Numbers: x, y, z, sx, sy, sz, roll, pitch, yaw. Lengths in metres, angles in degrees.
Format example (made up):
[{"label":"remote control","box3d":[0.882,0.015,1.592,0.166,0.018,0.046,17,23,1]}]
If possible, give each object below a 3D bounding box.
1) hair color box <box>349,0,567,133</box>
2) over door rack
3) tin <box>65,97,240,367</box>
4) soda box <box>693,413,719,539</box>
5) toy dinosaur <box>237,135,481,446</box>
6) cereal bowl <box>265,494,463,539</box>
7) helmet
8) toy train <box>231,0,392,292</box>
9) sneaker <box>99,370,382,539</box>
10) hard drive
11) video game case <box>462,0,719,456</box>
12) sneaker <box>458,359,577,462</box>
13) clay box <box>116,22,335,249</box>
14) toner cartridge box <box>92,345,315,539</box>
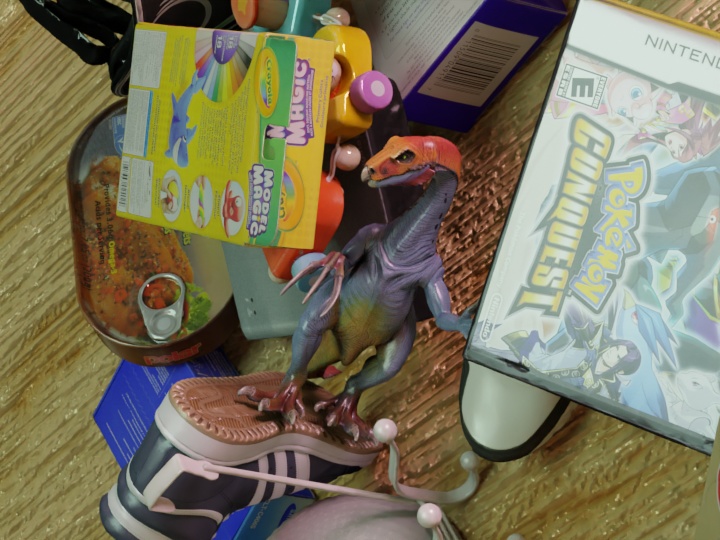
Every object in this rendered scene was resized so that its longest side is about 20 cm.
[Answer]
[{"label":"hair color box","box3d":[0.043,-0.193,1.698,0.109,0.065,0.200,-49,46,36]},{"label":"over door rack","box3d":[0.004,0.150,1.520,0.148,0.199,0.067,62,140,44]},{"label":"tin","box3d":[-0.129,-0.028,1.854,0.112,0.042,0.201,-16,55,11]},{"label":"soda box","box3d":[0.211,0.070,1.334,0.068,0.064,0.201,39,127,52]},{"label":"toy dinosaur","box3d":[0.000,0.000,1.577,0.182,0.105,0.200,-66,20,11]},{"label":"cereal bowl","box3d":[-0.019,0.221,1.635,0.200,0.083,0.201,-24,60,49]},{"label":"helmet","box3d":[-0.123,-0.221,1.752,0.200,0.191,0.200,30,140,28]},{"label":"toy train","box3d":[-0.048,-0.095,1.642,0.150,0.055,0.200,-54,42,39]},{"label":"sneaker","box3d":[-0.072,0.120,1.638,0.070,0.200,0.109,42,108,27]},{"label":"hard drive","box3d":[-0.025,-0.034,1.713,0.200,0.033,0.140,-8,95,58]},{"label":"video game case","box3d":[0.161,-0.020,1.438,0.180,0.025,0.201,21,97,26]},{"label":"sneaker","box3d":[0.095,0.009,1.529,0.074,0.080,0.201,23,102,19]},{"label":"clay box","box3d":[-0.071,-0.075,1.583,0.200,0.047,0.115,14,99,60]},{"label":"toner cartridge box","box3d":[-0.102,0.118,1.818,0.095,0.043,0.200,-61,37,23]}]
